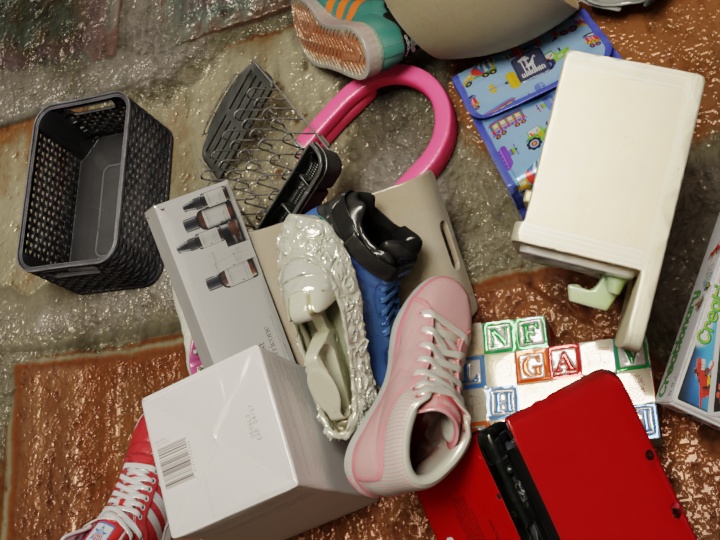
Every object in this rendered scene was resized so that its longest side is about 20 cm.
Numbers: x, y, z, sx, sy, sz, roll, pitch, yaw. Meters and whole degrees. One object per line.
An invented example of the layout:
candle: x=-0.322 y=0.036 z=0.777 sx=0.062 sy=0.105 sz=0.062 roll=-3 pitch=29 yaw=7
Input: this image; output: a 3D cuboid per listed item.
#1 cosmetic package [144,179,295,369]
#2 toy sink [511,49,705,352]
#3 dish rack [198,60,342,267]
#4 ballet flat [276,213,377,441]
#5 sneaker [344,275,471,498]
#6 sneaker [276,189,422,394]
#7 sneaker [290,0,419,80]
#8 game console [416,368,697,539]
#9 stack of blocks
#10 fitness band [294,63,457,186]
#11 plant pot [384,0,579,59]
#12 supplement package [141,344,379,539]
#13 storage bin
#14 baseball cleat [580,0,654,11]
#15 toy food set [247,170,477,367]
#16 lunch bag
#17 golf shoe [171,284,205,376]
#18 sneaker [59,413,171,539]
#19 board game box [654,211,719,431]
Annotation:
cosmetic package: x=-0.136 y=0.022 z=0.886 sx=0.082 sy=0.050 sz=0.203 roll=-22 pitch=94 yaw=-23
toy sink: x=0.184 y=-0.049 z=0.709 sx=0.110 sy=0.130 sz=0.204 roll=14 pitch=90 yaw=14
dish rack: x=-0.111 y=-0.118 z=0.957 sx=0.201 sy=0.054 sz=0.154 roll=52 pitch=120 yaw=27
ballet flat: x=-0.030 y=0.051 z=0.760 sx=0.071 sy=0.072 sz=0.204 roll=-15 pitch=97 yaw=17
sneaker: x=0.062 y=0.090 z=0.733 sx=0.104 sy=0.075 sz=0.203 roll=-21 pitch=39 yaw=60
sneaker: x=0.019 y=0.024 z=0.810 sx=0.110 sy=0.077 sz=0.202 roll=-31 pitch=91 yaw=27
sneaker: x=-0.008 y=-0.257 z=0.973 sx=0.079 sy=0.072 sz=0.200 roll=-20 pitch=36 yaw=-22
game console: x=0.160 y=0.210 z=0.748 sx=0.172 sy=0.118 sz=0.203 roll=-31 pitch=82 yaw=49
stack of blocks: x=0.159 y=0.104 z=0.801 sx=0.196 sy=0.059 sz=0.117 roll=-9 pitch=70 yaw=19
fitness band: x=0.011 y=-0.125 z=0.947 sx=0.200 sy=0.037 sz=0.144 roll=-46 pitch=63 yaw=4
plant pot: x=0.098 y=-0.287 z=0.874 sx=0.134 sy=0.199 sz=0.203 roll=-38 pitch=62 yaw=27
supplement package: x=-0.082 y=0.163 z=0.800 sx=0.118 sy=0.200 sz=0.123 roll=-25 pitch=66 yaw=12
storage bin: x=-0.300 y=-0.086 z=1.030 sx=0.133 sy=0.094 sz=0.204 roll=-6 pitch=72 yaw=20
baseball cleat: x=0.221 y=-0.329 z=0.896 sx=0.106 sy=0.070 sz=0.199 roll=-39 pitch=60 yaw=-23
toy food set: x=0.000 y=0.000 z=0.881 sx=0.197 sy=0.060 sz=0.146 roll=-17 pitch=101 yaw=15
lunch bag: x=0.185 y=-0.159 z=0.871 sx=0.149 sy=0.094 sz=0.202 roll=-28 pitch=52 yaw=10
golf shoe: x=-0.159 y=0.049 z=0.950 sx=0.091 sy=0.074 sz=0.204 roll=-13 pitch=81 yaw=63
sneaker: x=-0.233 y=0.232 z=0.889 sx=0.070 sy=0.112 sz=0.204 roll=-1 pitch=73 yaw=21
board game box: x=0.333 y=0.038 z=0.735 sx=0.124 sy=0.035 sz=0.203 roll=23 pitch=82 yaw=-2
